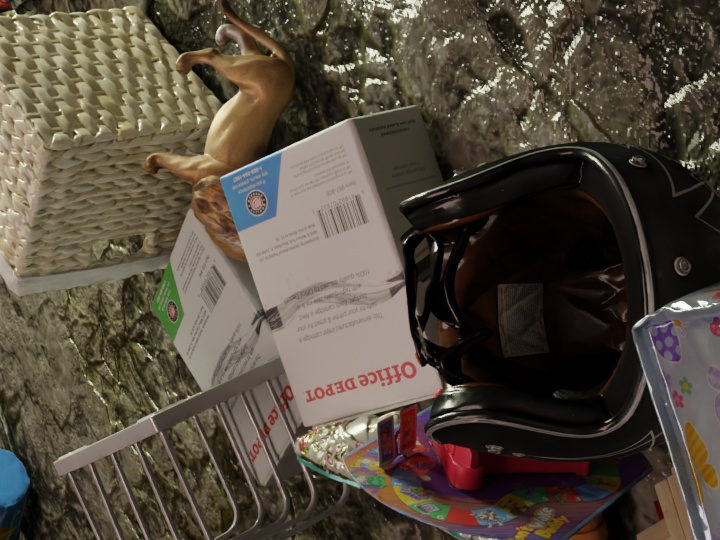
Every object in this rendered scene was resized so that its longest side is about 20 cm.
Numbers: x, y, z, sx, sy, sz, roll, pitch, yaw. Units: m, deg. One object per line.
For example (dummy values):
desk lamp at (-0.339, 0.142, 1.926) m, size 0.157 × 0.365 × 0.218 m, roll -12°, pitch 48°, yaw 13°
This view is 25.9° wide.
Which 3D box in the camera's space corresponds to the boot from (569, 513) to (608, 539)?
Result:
boot at (0.154, 0.196, 1.060) m, size 0.200 × 0.076 × 0.156 m, roll 40°, pitch 132°, yaw 49°

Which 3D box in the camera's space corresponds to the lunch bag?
lunch bag at (0.251, 0.089, 0.772) m, size 0.127 × 0.169 × 0.201 m, roll -13°, pitch 92°, yaw 52°

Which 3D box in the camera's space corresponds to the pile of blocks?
pile of blocks at (0.213, 0.127, 0.915) m, size 0.200 × 0.082 × 0.062 m, roll 93°, pitch 164°, yaw -64°

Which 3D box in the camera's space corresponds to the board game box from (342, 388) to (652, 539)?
board game box at (0.091, 0.104, 0.983) m, size 0.158 × 0.200 × 0.039 m, roll 17°, pitch 114°, yaw 31°

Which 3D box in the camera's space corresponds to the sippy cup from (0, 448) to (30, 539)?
sippy cup at (-0.477, 0.292, 1.954) m, size 0.177 × 0.140 × 0.131 m, roll 29°, pitch 128°, yaw -6°

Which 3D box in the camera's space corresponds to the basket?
basket at (-0.241, -0.111, 1.354) m, size 0.200 × 0.198 × 0.161 m, roll 49°, pitch 136°, yaw 34°

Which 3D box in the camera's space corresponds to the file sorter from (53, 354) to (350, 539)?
file sorter at (-0.123, 0.161, 1.220) m, size 0.200 × 0.138 × 0.125 m, roll -27°, pitch 87°, yaw 55°

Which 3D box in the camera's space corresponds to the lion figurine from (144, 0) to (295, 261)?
lion figurine at (-0.093, -0.111, 1.231) m, size 0.122 × 0.072 × 0.201 m, roll 19°, pitch 99°, yaw 26°

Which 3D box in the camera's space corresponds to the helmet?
helmet at (0.127, 0.018, 0.893) m, size 0.190 × 0.200 × 0.201 m, roll -9°, pitch 101°, yaw 12°

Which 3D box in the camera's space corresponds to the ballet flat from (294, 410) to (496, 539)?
ballet flat at (0.042, 0.133, 1.075) m, size 0.199 × 0.076 × 0.064 m, roll 21°, pitch 100°, yaw 33°

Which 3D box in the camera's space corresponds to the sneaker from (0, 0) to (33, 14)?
sneaker at (-0.331, -0.301, 1.503) m, size 0.200 × 0.071 × 0.098 m, roll -3°, pitch 105°, yaw 57°

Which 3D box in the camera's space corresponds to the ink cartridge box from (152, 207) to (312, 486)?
ink cartridge box at (-0.080, 0.056, 1.303) m, size 0.200 × 0.083 × 0.147 m, roll 57°, pitch 143°, yaw 22°

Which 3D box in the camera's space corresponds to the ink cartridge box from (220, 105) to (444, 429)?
ink cartridge box at (0.000, 0.000, 1.138) m, size 0.144 × 0.084 × 0.201 m, roll -19°, pitch 89°, yaw 42°
